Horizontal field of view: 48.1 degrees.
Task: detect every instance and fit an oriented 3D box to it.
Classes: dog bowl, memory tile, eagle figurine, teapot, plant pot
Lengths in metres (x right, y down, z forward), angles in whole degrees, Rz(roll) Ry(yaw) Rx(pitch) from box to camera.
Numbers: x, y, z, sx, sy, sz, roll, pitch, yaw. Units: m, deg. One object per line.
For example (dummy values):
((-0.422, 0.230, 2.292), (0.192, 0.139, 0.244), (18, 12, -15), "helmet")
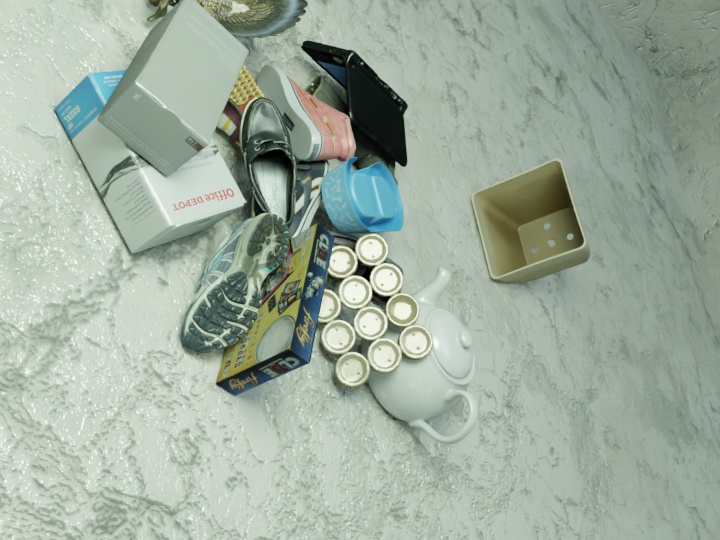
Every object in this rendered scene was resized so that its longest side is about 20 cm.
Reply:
((0.004, -0.107, 1.225), (0.200, 0.049, 0.112), (-5, 80, -66), "dog bowl")
((0.003, 0.055, 1.156), (0.017, 0.153, 0.200), (105, -40, -75), "memory tile")
((-0.196, -0.376, 1.159), (0.200, 0.151, 0.152), (13, 47, -40), "eagle figurine")
((0.107, 0.132, 1.223), (0.200, 0.146, 0.197), (56, 35, -11), "teapot")
((0.372, -0.080, 1.682), (0.177, 0.200, 0.200), (28, 46, -56), "plant pot")

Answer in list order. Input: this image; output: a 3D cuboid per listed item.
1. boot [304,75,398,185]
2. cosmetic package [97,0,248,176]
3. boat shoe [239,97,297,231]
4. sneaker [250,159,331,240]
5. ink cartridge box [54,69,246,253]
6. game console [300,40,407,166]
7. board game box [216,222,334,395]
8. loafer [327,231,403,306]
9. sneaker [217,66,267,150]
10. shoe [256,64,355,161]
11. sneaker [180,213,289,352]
((-0.021, -0.214, 1.350), (0.200, 0.072, 0.182), (49, 23, -31), "boot")
((-0.214, -0.220, 0.947), (0.107, 0.090, 0.200), (42, 41, -26), "cosmetic package")
((-0.119, -0.143, 1.080), (0.074, 0.066, 0.200), (3, 80, -21), "boat shoe")
((-0.101, -0.118, 1.176), (0.079, 0.078, 0.200), (48, 39, -30), "sneaker")
((-0.253, -0.138, 0.988), (0.145, 0.084, 0.200), (-28, 90, -57), "ink cartridge box")
((-0.009, -0.282, 1.372), (0.200, 0.176, 0.117), (30, 85, -56), "game console")
((-0.105, 0.047, 1.014), (0.035, 0.135, 0.200), (39, 42, -30), "board game box")
((0.000, 0.000, 1.241), (0.200, 0.072, 0.063), (27, 52, -44), "loafer")
((-0.187, -0.233, 1.149), (0.075, 0.090, 0.200), (-65, 149, -29), "sneaker")
((-0.084, -0.238, 1.240), (0.091, 0.072, 0.200), (-1, 46, -40), "shoe")
((-0.165, 0.017, 1.014), (0.078, 0.086, 0.200), (48, 59, -32), "sneaker")
